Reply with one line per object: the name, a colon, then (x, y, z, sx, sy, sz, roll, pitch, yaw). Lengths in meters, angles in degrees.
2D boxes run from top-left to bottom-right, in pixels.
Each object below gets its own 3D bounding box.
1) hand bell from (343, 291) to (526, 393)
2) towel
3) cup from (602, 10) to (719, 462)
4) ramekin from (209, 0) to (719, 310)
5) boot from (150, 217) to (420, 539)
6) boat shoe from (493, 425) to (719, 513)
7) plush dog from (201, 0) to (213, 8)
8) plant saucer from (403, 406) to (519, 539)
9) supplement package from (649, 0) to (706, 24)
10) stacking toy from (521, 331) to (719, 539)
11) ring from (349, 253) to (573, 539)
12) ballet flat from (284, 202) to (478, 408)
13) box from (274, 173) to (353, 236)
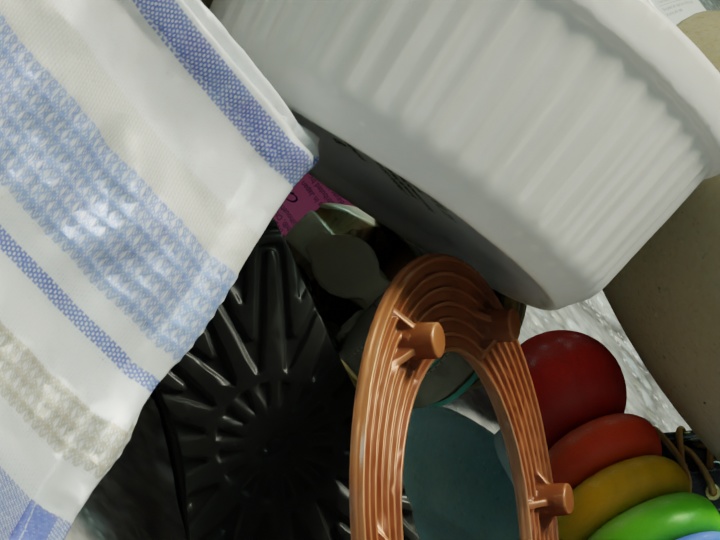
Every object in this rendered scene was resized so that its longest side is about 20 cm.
hand bell: (0.061, 0.043, 1.085, 0.104, 0.104, 0.200, 60, 8, 27)
towel: (-0.099, -0.010, 0.656, 0.147, 0.024, 0.200, 51, 59, -34)
cup: (0.172, -0.028, 0.917, 0.143, 0.200, 0.200, 40, 16, 18)
ramekin: (0.031, -0.066, 0.799, 0.202, 0.094, 0.202, 34, -5, 3)
boot: (-0.040, 0.054, 0.814, 0.158, 0.079, 0.211, -171, -115, -81)
boat shoe: (0.150, 0.096, 1.015, 0.200, 0.091, 0.071, 31, 26, -42)
plush dog: (-0.069, -0.124, 0.944, 0.160, 0.172, 0.200, -6, 61, -15)
plant saucer: (0.067, 0.148, 0.934, 0.201, 0.039, 0.201, 43, 19, -19)
supplement package: (0.099, -0.132, 1.114, 0.200, 0.114, 0.110, 54, 21, 5)
stacking toy: (0.113, 0.110, 0.891, 0.085, 0.085, 0.200, 20, 36, -56)
ring: (0.043, 0.093, 0.779, 0.200, 0.019, 0.201, -6, 90, -68)
ballet flat: (0.000, 0.000, 0.914, 0.064, 0.067, 0.200, 40, 1, -21)
box: (-0.026, -0.110, 1.118, 0.176, 0.097, 0.200, 51, 20, 3)
